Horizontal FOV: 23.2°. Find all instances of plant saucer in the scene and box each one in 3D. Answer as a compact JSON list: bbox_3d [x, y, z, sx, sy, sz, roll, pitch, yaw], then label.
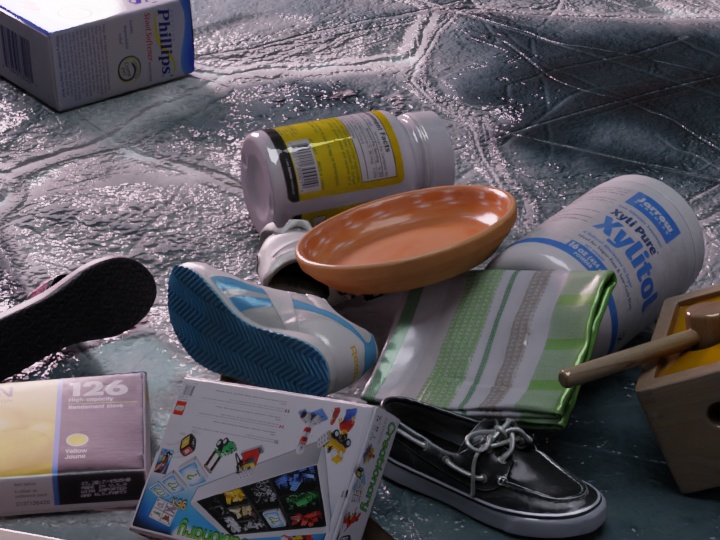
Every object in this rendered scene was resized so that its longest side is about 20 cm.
[{"bbox_3d":[0.042,-0.025,1.545,0.200,0.037,0.200,-13,19,4],"label":"plant saucer"}]

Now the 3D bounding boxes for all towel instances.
[{"bbox_3d":[0.102,0.058,1.442,0.200,0.031,0.149,-2,57,40],"label":"towel"}]

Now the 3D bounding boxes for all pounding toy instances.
[{"bbox_3d":[0.289,0.074,1.386,0.200,0.142,0.184,-17,20,26],"label":"pounding toy"}]

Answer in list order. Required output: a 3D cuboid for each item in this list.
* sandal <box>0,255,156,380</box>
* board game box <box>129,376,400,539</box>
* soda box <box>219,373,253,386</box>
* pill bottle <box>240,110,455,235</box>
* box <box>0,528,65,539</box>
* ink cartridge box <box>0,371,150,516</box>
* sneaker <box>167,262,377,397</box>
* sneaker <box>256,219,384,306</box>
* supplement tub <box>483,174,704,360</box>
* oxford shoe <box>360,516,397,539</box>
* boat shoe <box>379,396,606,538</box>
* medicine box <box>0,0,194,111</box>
[{"bbox_3d":[-0.274,0.038,1.580,0.200,0.075,0.045,-25,25,-33],"label":"sandal"},{"bbox_3d":[-0.073,0.150,1.272,0.200,0.126,0.035,6,-20,42],"label":"board game box"},{"bbox_3d":[-0.082,0.109,1.446,0.068,0.064,0.200,0,28,2],"label":"soda box"},{"bbox_3d":[-0.012,-0.101,1.785,0.200,0.114,0.114,-11,30,-20],"label":"pill bottle"},{"bbox_3d":[-0.295,0.227,1.201,0.200,0.095,0.078,9,29,14],"label":"box"},{"bbox_3d":[-0.272,0.128,1.437,0.197,0.047,0.200,-5,31,-6],"label":"ink cartridge box"},{"bbox_3d":[-0.078,0.047,1.428,0.200,0.077,0.081,28,31,33],"label":"sneaker"},{"bbox_3d":[0.000,0.000,1.652,0.200,0.074,0.089,-4,37,7],"label":"sneaker"},{"bbox_3d":[0.206,0.006,1.562,0.132,0.132,0.200,19,34,32],"label":"supplement tub"},{"bbox_3d":[0.024,0.226,1.238,0.084,0.073,0.200,5,25,-29],"label":"oxford shoe"},{"bbox_3d":[0.100,0.146,1.367,0.199,0.068,0.074,20,35,33],"label":"boat shoe"},{"bbox_3d":[-0.336,-0.292,2.161,0.200,0.103,0.182,-22,35,-32],"label":"medicine box"}]
